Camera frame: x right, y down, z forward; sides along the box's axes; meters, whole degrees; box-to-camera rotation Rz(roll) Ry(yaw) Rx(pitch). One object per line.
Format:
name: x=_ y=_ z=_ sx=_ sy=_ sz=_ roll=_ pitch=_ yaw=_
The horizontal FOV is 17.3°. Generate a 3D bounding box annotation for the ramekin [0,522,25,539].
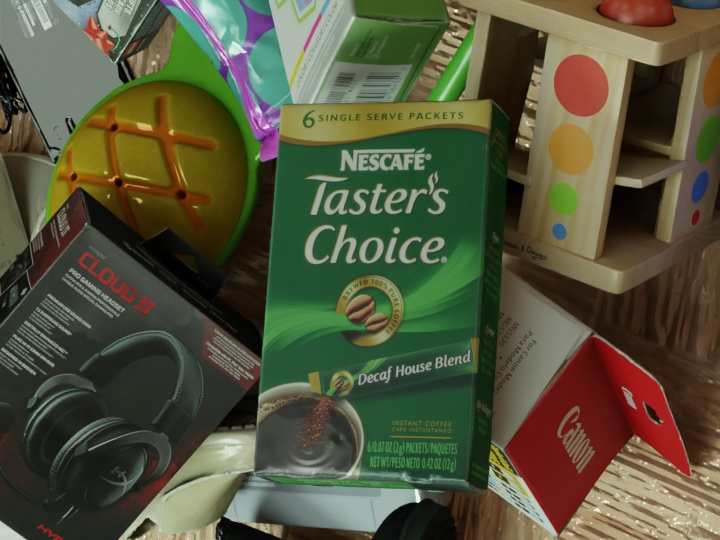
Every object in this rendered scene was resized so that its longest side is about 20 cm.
ramekin: x=-0.245 y=0.112 z=1.584 sx=0.200 sy=0.104 sz=0.202 roll=176 pitch=90 yaw=-77

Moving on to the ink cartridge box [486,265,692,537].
ink cartridge box: x=0.087 y=0.071 z=1.322 sx=0.175 sy=0.200 sz=0.084 roll=35 pitch=82 yaw=23

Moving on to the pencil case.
pencil case: x=-0.085 y=-0.171 z=1.409 sx=0.200 sy=0.092 sz=0.085 roll=51 pitch=143 yaw=-12

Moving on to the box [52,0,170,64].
box: x=-0.147 y=-0.248 z=1.488 sx=0.137 sy=0.040 sz=0.200 roll=45 pitch=127 yaw=8

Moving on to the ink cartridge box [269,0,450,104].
ink cartridge box: x=-0.013 y=-0.189 z=1.331 sx=0.104 sy=0.059 sz=0.201 roll=122 pitch=142 yaw=-52

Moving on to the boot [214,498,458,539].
boot: x=-0.022 y=0.199 z=1.502 sx=0.162 sy=0.073 sz=0.199 roll=20 pitch=138 yaw=21

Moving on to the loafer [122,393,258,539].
loafer: x=-0.103 y=0.131 z=1.530 sx=0.199 sy=0.075 sz=0.069 roll=-19 pitch=95 yaw=49

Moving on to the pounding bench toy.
pounding bench toy: x=0.100 y=-0.105 z=1.301 sx=0.199 sy=0.124 sz=0.157 roll=21 pitch=117 yaw=31

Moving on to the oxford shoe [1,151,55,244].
oxford shoe: x=-0.195 y=-0.020 z=1.600 sx=0.199 sy=0.058 sz=0.076 roll=33 pitch=125 yaw=26

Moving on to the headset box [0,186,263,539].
headset box: x=-0.163 y=0.061 z=1.437 sx=0.149 sy=0.077 sz=0.200 roll=39 pitch=98 yaw=-21

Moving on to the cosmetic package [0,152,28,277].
cosmetic package: x=-0.314 y=-0.017 z=1.651 sx=0.200 sy=0.071 sz=0.106 roll=-21 pitch=86 yaw=52

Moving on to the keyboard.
keyboard: x=-0.222 y=-0.173 z=1.593 sx=0.104 sy=0.040 sz=0.201 roll=-25 pitch=88 yaw=16

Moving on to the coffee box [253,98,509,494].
coffee box: x=0.011 y=0.012 z=1.226 sx=0.122 sy=0.044 sz=0.202 roll=1 pitch=78 yaw=19

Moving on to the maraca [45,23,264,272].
maraca: x=-0.119 y=-0.067 z=1.500 sx=0.137 sy=0.107 sz=0.200 roll=42 pitch=100 yaw=14

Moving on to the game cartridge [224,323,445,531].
game cartridge: x=-0.036 y=0.100 z=1.534 sx=0.199 sy=0.040 sz=0.134 roll=0 pitch=109 yaw=37
